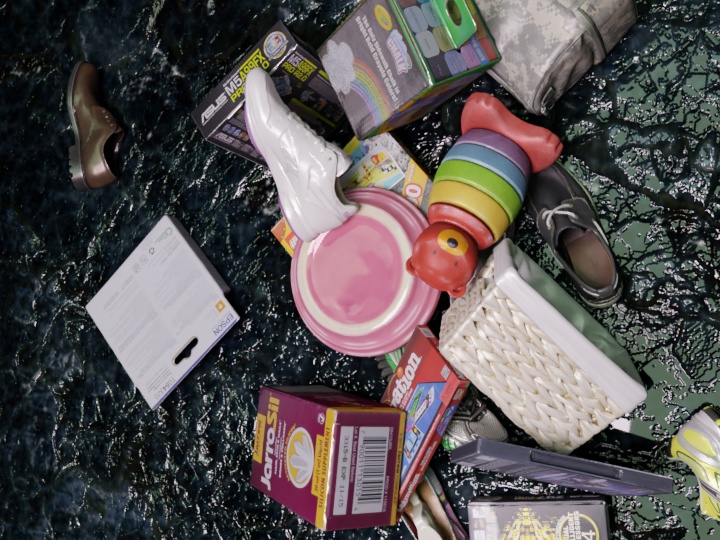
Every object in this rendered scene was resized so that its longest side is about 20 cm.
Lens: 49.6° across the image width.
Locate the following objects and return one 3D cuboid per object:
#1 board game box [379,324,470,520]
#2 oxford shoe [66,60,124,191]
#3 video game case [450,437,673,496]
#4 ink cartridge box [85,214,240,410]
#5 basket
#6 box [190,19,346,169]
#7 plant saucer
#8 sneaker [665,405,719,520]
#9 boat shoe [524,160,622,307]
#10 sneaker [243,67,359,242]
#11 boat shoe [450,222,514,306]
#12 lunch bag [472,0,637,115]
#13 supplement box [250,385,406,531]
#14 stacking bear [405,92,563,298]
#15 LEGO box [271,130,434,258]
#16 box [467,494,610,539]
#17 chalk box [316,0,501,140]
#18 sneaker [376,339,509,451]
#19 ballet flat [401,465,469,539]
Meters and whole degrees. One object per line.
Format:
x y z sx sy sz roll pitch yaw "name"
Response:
0.054 0.176 0.902 0.103 0.019 0.203 52 126 50 "board game box"
-0.403 -0.227 1.205 0.082 0.073 0.205 -9 85 6 "oxford shoe"
0.203 0.210 0.821 0.195 0.143 0.019 11 72 -2 "video game case"
-0.284 0.061 1.135 0.196 0.043 0.201 -44 73 12 "ink cartridge box"
0.190 0.087 0.849 0.199 0.136 0.124 41 108 -4 "basket"
-0.098 -0.209 0.993 0.160 0.199 0.045 -42 69 15 "box"
0.000 0.000 0.930 0.196 0.051 0.206 -2 85 21 "plant saucer"
0.402 0.246 0.814 0.076 0.075 0.202 -40 61 22 "sneaker"
0.243 -0.056 0.906 0.071 0.067 0.203 -30 70 18 "boat shoe"
-0.066 -0.140 0.889 0.098 0.075 0.204 -20 105 12 "sneaker"
0.147 -0.025 0.949 0.065 0.057 0.206 6 88 23 "boat shoe"
0.195 -0.302 0.908 0.168 0.139 0.201 -46 69 12 "lunch bag"
-0.044 0.216 0.937 0.198 0.101 0.135 0 85 58 "supplement box"
0.123 -0.071 0.871 0.120 0.114 0.203 29 75 -1 "stacking bear"
0.007 -0.067 1.002 0.200 0.077 0.149 -46 71 13 "LEGO box"
0.210 0.363 0.890 0.157 0.049 0.206 -5 84 20 "box"
0.064 -0.255 0.884 0.199 0.123 0.127 -25 92 54 "chalk box"
0.102 0.140 0.929 0.200 0.077 0.086 45 127 20 "sneaker"
0.072 0.288 0.945 0.069 0.071 0.202 -37 72 10 "ballet flat"
